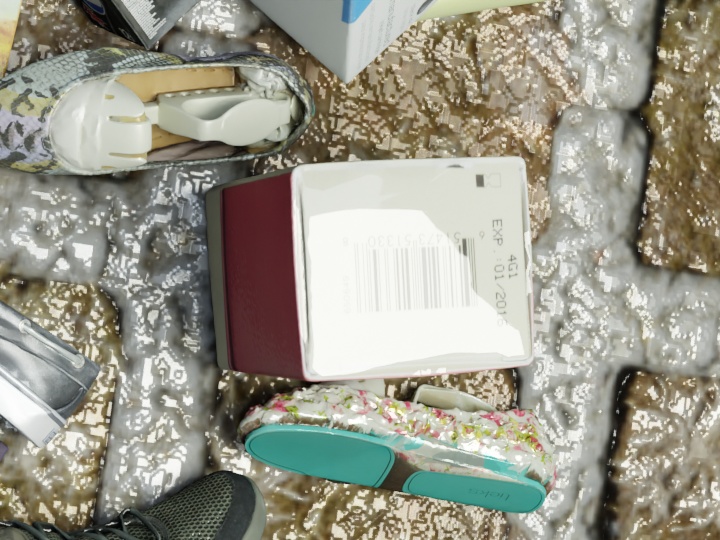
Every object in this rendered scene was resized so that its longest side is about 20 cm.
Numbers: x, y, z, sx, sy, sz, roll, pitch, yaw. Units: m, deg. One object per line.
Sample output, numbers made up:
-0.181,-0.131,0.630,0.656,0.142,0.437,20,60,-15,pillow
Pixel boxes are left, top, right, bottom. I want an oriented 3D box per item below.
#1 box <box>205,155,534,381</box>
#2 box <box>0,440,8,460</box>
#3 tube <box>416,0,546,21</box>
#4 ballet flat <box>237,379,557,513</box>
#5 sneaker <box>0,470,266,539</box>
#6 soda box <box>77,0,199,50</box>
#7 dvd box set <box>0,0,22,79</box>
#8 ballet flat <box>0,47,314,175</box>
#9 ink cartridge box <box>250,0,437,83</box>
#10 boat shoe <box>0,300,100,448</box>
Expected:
0.000,0.000,1.120,0.127,0.200,0.110,-3,90,-16,box
-0.277,0.103,1.034,0.079,0.200,0.142,31,80,23,box
0.065,-0.181,1.224,0.198,0.058,0.052,-7,126,-12,tube
0.022,0.094,1.203,0.198,0.076,0.064,15,54,-20,ballet flat
-0.144,0.160,1.124,0.199,0.076,0.115,-35,127,-11,sneaker
-0.080,-0.218,1.162,0.200,0.071,0.063,-44,126,-13,soda box
-0.260,-0.145,1.135,0.145,0.029,0.202,14,85,-16,dvd box set
-0.113,-0.086,1.140,0.199,0.072,0.073,-8,91,-26,ballet flat
0.035,-0.222,1.138,0.084,0.145,0.200,41,70,15,ink cartridge box
-0.226,0.010,1.120,0.200,0.072,0.068,42,80,-14,boat shoe
